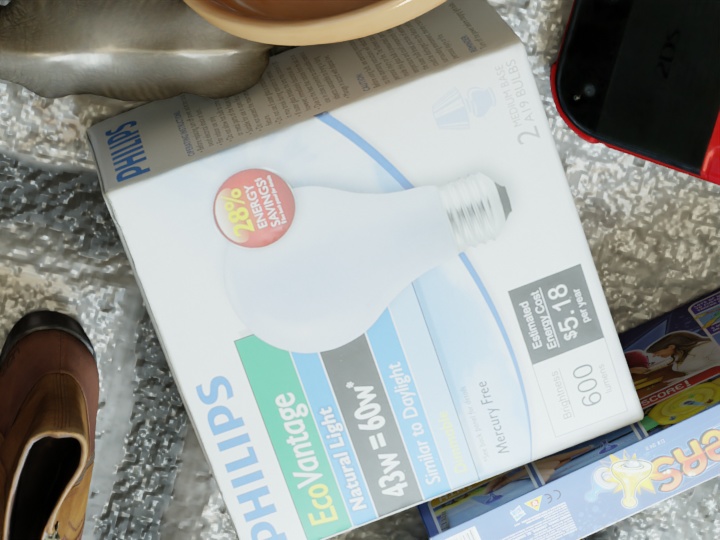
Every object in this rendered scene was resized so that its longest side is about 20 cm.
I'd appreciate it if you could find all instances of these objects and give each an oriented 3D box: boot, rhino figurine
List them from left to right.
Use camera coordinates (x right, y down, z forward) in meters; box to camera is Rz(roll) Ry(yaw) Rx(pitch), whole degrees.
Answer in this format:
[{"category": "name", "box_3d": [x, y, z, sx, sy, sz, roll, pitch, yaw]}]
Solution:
[{"category": "boot", "box_3d": [-0.149, 0.132, 1.311, 0.068, 0.200, 0.189, 15, 104, -12]}, {"category": "rhino figurine", "box_3d": [-0.132, -0.108, 1.297, 0.199, 0.087, 0.060, -2, 111, -6]}]

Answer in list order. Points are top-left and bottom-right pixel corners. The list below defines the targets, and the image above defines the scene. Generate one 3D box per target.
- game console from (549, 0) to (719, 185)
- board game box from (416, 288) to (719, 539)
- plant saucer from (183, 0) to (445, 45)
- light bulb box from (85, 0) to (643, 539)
[{"category": "game console", "box_3d": [0.189, -0.135, 1.328, 0.176, 0.031, 0.201, 19, 106, 14]}, {"category": "board game box", "box_3d": [0.119, 0.075, 1.365, 0.199, 0.135, 0.035, -25, 108, 1]}, {"category": "plant saucer", "box_3d": [0.003, -0.176, 1.254, 0.200, 0.200, 0.037, -33, 138, 3]}, {"category": "light bulb box", "box_3d": [0.000, 0.000, 1.331, 0.199, 0.125, 0.199, -21, 109, -2]}]
